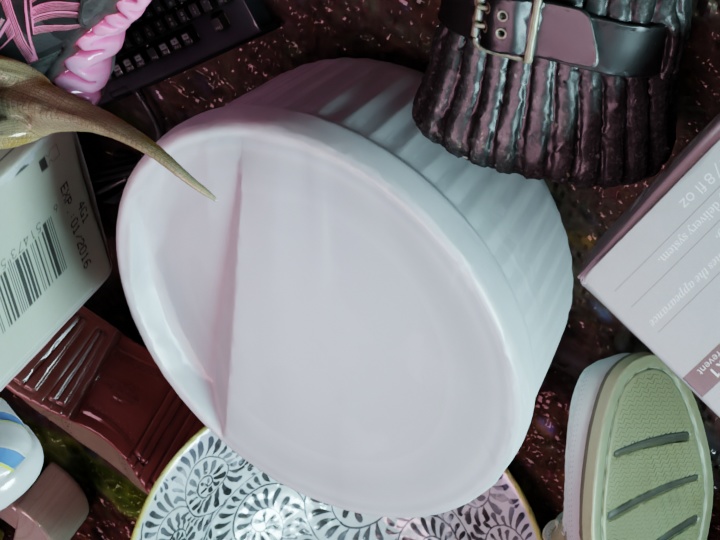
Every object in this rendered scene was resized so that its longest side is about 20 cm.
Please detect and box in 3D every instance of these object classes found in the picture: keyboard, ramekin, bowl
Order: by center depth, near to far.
[{"bbox_3d":[0.000,0.000,0.997,0.201,0.094,0.204,20,133,23],"label":"ramekin"},{"bbox_3d":[-0.113,-0.091,1.064,0.199,0.021,0.128,-18,111,45],"label":"keyboard"},{"bbox_3d":[-0.015,0.160,1.098,0.200,0.201,0.094,40,165,3],"label":"bowl"}]

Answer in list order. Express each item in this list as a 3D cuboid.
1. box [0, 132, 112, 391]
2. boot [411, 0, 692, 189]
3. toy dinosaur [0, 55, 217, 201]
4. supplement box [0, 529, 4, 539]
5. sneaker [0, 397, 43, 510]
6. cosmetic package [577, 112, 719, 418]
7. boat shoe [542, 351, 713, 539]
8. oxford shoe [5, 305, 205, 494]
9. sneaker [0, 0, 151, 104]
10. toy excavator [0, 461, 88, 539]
[{"bbox_3d":[-0.240,-0.029,1.111,0.199,0.128,0.109,22,144,29],"label":"box"},{"bbox_3d":[0.036,-0.129,0.878,0.210,0.079,0.159,27,135,16],"label":"boot"},{"bbox_3d":[-0.146,-0.070,0.957,0.199,0.101,0.059,11,92,49],"label":"toy dinosaur"},{"bbox_3d":[-0.292,0.151,1.255,0.131,0.103,0.200,40,-178,5],"label":"supplement box"},{"bbox_3d":[-0.224,0.036,0.981,0.199,0.076,0.106,19,141,32],"label":"sneaker"},{"bbox_3d":[0.189,0.029,0.861,0.200,0.090,0.107,43,107,2],"label":"cosmetic package"},{"bbox_3d":[0.113,0.129,1.024,0.068,0.074,0.202,19,119,54],"label":"boat shoe"},{"bbox_3d":[-0.103,0.077,1.174,0.200,0.071,0.075,38,170,-3],"label":"oxford shoe"},{"bbox_3d":[-0.134,-0.132,0.941,0.095,0.080,0.200,11,152,-15],"label":"sneaker"},{"bbox_3d":[-0.248,0.060,1.246,0.193,0.100,0.201,18,145,27],"label":"toy excavator"}]
